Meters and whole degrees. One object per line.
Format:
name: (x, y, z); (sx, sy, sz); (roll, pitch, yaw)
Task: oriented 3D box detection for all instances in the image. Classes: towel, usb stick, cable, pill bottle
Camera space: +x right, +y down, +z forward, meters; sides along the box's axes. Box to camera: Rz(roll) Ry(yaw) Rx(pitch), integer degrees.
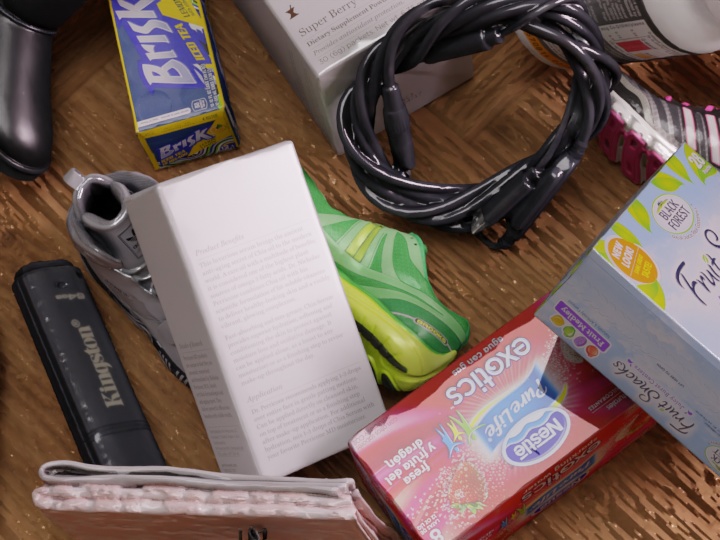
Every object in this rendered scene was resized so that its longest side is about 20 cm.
towel: (-0.084, 0.155, 1.181); (0.199, 0.191, 0.032); (2, 71, 9)
usb stick: (-0.184, 0.079, 1.309); (0.055, 0.033, 0.200); (-11, 60, -32)
cable: (0.079, -0.113, 1.277); (0.163, 0.200, 0.051); (31, 32, -6)
pill bottle: (0.199, -0.199, 1.284); (0.200, 0.116, 0.117); (1, 59, 54)

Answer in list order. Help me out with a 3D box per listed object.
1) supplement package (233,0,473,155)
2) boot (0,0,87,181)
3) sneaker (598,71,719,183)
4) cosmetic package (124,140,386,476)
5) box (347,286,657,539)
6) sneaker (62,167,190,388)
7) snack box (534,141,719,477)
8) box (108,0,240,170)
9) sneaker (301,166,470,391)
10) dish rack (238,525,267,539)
supplement package: (-0.023, -0.210, 1.368); (0.121, 0.120, 0.200); (-31, 66, -6)
boot: (-0.225, -0.186, 1.374); (0.162, 0.073, 0.199); (-37, 56, 30)
sneaker: (0.241, -0.087, 1.306); (0.200, 0.074, 0.087); (37, 76, 15)
cosmetic package: (-0.067, 0.028, 1.239); (0.101, 0.071, 0.201); (-20, 94, -26)
box: (0.100, 0.100, 1.228); (0.200, 0.100, 0.096); (-36, 70, -8)
sneaker: (-0.130, 0.008, 1.292); (0.075, 0.115, 0.200); (-44, 68, -11)
snack box: (0.217, 0.025, 1.180); (0.169, 0.200, 0.068); (42, 122, 5)
box: (-0.145, -0.180, 1.404); (0.070, 0.064, 0.201); (-15, 66, 1)
sneaker: (0.000, 0.000, 1.313); (0.083, 0.074, 0.200); (-23, 60, -30)
dish rack: (-0.055, 0.246, 1.139); (0.054, 0.200, 0.154); (-21, 65, -13)
